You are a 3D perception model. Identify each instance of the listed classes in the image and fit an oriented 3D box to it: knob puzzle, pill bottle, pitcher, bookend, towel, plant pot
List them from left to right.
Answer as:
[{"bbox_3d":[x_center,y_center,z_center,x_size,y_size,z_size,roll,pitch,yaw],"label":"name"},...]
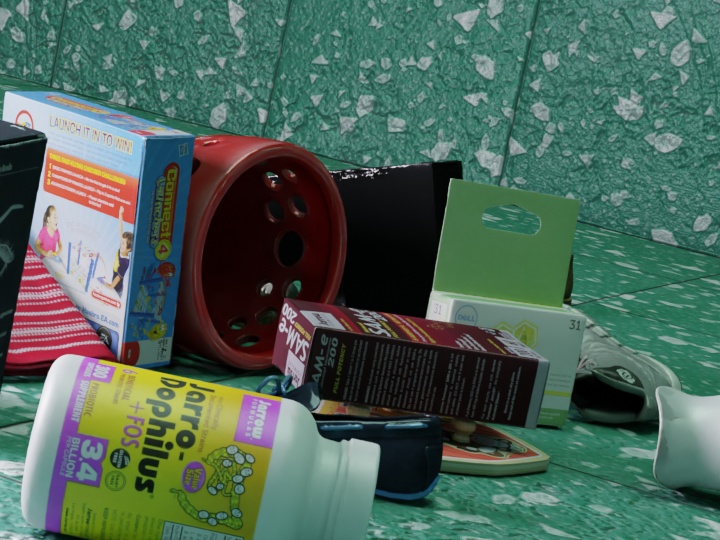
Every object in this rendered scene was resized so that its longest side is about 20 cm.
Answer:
[{"bbox_3d":[-0.291,0.014,1.625,0.144,0.023,0.200,3,39,-50],"label":"towel"},{"bbox_3d":[-0.092,0.118,1.194,0.199,0.105,0.104,11,8,-3],"label":"pill bottle"},{"bbox_3d":[-0.138,-0.027,1.804,0.182,0.202,0.200,14,8,41],"label":"plant pot"},{"bbox_3d":[0.000,0.000,1.961,0.198,0.201,0.092,-4,2,21],"label":"bookend"},{"bbox_3d":[0.057,0.124,1.639,0.218,0.031,0.220,12,8,-2],"label":"knob puzzle"},{"bbox_3d":[0.342,0.146,1.669,0.199,0.122,0.172,2,-9,9],"label":"pitcher"}]

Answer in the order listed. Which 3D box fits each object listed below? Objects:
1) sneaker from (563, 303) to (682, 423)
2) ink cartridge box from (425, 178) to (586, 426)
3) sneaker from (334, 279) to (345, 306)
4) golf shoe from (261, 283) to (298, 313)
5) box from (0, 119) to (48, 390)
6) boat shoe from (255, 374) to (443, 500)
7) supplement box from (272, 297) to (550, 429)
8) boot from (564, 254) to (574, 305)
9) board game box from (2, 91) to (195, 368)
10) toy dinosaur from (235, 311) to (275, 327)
[{"bbox_3d":[0.200,0.088,1.914,0.199,0.075,0.115,24,16,23],"label":"sneaker"},{"bbox_3d":[0.130,0.030,1.788,0.145,0.201,0.048,8,7,-29],"label":"ink cartridge box"},{"bbox_3d":[0.064,0.044,2.019,0.199,0.082,0.073,14,5,3],"label":"sneaker"},{"bbox_3d":[-0.098,-0.015,2.075,0.078,0.097,0.200,41,-3,-27],"label":"golf shoe"},{"bbox_3d":[-0.301,-0.006,1.393,0.104,0.201,0.148,13,8,9],"label":"box"},{"bbox_3d":[-0.038,0.109,1.458,0.199,0.069,0.084,11,8,-5],"label":"boat shoe"},{"bbox_3d":[0.039,0.074,1.633,0.199,0.061,0.109,8,9,-17],"label":"supplement box"},{"bbox_3d":[0.206,0.010,2.496,0.073,0.076,0.200,18,11,28],"label":"boot"},{"bbox_3d":[-0.232,-0.037,1.717,0.056,0.197,0.199,-5,18,-45],"label":"board game box"},{"bbox_3d":[-0.152,0.026,1.977,0.106,0.060,0.200,46,-9,-30],"label":"toy dinosaur"}]
